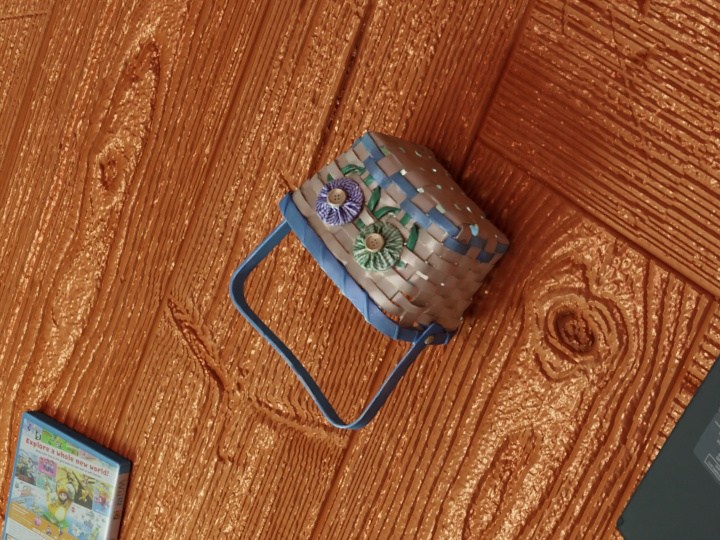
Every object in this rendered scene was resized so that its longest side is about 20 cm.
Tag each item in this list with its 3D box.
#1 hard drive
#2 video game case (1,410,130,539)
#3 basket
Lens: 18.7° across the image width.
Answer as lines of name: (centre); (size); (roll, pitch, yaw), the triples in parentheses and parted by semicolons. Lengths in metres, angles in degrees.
hard drive: (0.267, 0.151, 1.543); (0.200, 0.033, 0.140); (-62, 40, 25)
video game case: (-0.285, 0.250, 2.072); (0.143, 0.018, 0.200); (23, 108, 39)
basket: (0.000, 0.000, 1.719); (0.176, 0.139, 0.200); (47, 112, 28)
